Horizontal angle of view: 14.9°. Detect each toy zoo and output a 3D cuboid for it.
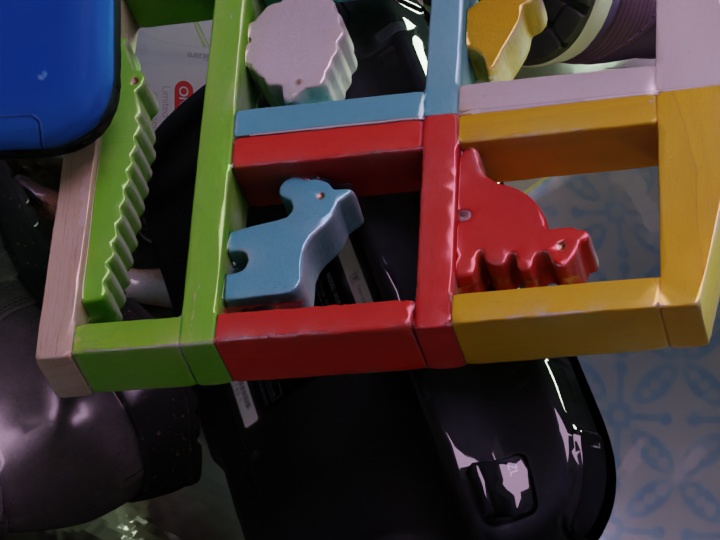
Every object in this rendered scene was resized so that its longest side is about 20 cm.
[{"bbox_3d":[0.020,-0.035,0.710,0.199,0.021,0.132,-5,55,13],"label":"toy zoo"}]

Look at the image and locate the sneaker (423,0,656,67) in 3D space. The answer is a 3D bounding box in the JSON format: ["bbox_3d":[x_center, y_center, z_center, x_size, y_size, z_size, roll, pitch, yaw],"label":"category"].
[{"bbox_3d":[0.040,-0.128,0.955,0.087,0.076,0.200,2,35,-44],"label":"sneaker"}]

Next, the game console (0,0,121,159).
[{"bbox_3d":[-0.143,-0.116,0.785,0.169,0.201,0.118,-2,-11,6],"label":"game console"}]

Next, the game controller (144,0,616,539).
[{"bbox_3d":[-0.002,0.013,0.737,0.042,0.104,0.201,23,36,-42],"label":"game controller"}]

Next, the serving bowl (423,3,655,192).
[{"bbox_3d":[0.043,-0.079,0.990,0.199,0.066,0.200,9,32,-6],"label":"serving bowl"}]

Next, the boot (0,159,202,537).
[{"bbox_3d":[-0.147,0.021,0.772,0.131,0.070,0.200,-23,37,-28],"label":"boot"}]

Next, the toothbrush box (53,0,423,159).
[{"bbox_3d":[-0.083,-0.113,0.871,0.199,0.147,0.086,6,14,12],"label":"toothbrush box"}]

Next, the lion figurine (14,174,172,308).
[{"bbox_3d":[0.000,0.000,0.848,0.199,0.073,0.122,30,33,29],"label":"lion figurine"}]

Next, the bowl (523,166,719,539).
[{"bbox_3d":[0.107,0.068,0.724,0.200,0.200,0.108,47,3,41],"label":"bowl"}]
